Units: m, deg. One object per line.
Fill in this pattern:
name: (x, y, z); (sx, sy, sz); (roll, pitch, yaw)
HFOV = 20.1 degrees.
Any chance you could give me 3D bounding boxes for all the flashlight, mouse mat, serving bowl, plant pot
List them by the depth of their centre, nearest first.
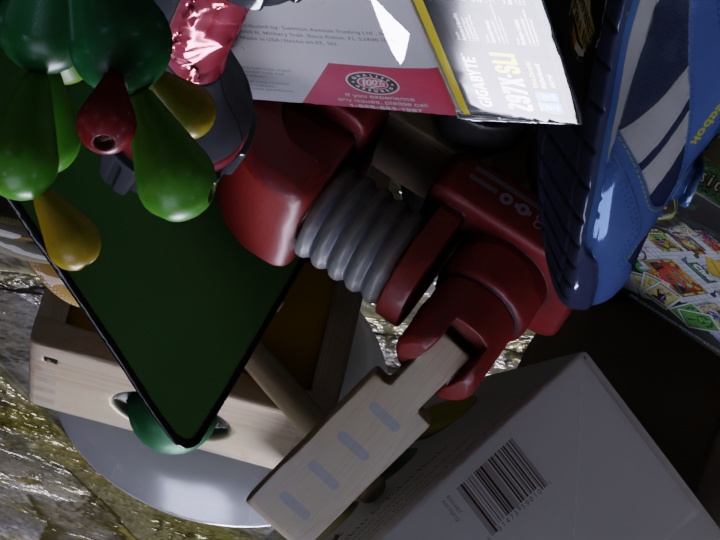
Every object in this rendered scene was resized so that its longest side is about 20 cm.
flashlight: (-0.053, -0.087, 0.740); (0.067, 0.069, 0.200); (-8, 163, -21)
mouse mat: (-0.094, -0.044, 0.882); (0.007, 0.161, 0.201); (-13, 120, 32)
plant pot: (0.177, 0.098, 1.133); (0.172, 0.201, 0.200); (21, 163, 27)
serving bowl: (-0.074, 0.048, 1.157); (0.198, 0.201, 0.066); (15, 132, -2)

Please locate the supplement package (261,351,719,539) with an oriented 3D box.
supplement package: (0.064, 0.153, 1.014); (0.151, 0.151, 0.200); (52, 161, -5)

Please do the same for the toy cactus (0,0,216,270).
toy cactus: (-0.115, -0.103, 0.682); (0.101, 0.200, 0.166); (-11, 135, -27)

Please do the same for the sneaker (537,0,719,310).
sneaker: (0.120, -0.070, 0.791); (0.081, 0.074, 0.202); (4, 123, -16)

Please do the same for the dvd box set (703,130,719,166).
dvd box set: (0.206, -0.065, 0.902); (0.145, 0.030, 0.200); (24, 156, -21)

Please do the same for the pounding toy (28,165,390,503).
pounding toy: (-0.067, 0.019, 1.039); (0.182, 0.202, 0.142); (15, 157, -4)

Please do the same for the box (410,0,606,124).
box: (0.043, -0.161, 0.601); (0.049, 0.161, 0.200); (7, 158, 19)

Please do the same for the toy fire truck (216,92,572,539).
toy fire truck: (0.000, 0.000, 0.893); (0.175, 0.201, 0.129); (33, 150, 7)

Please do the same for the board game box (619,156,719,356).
board game box: (0.124, -0.030, 0.944); (0.199, 0.024, 0.105); (33, 152, 7)

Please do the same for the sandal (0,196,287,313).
sandal: (-0.132, -0.012, 0.964); (0.198, 0.081, 0.054); (13, 123, -8)

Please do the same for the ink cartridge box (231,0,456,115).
ink cartridge box: (-0.040, -0.148, 0.782); (0.144, 0.086, 0.200); (6, 158, 18)
